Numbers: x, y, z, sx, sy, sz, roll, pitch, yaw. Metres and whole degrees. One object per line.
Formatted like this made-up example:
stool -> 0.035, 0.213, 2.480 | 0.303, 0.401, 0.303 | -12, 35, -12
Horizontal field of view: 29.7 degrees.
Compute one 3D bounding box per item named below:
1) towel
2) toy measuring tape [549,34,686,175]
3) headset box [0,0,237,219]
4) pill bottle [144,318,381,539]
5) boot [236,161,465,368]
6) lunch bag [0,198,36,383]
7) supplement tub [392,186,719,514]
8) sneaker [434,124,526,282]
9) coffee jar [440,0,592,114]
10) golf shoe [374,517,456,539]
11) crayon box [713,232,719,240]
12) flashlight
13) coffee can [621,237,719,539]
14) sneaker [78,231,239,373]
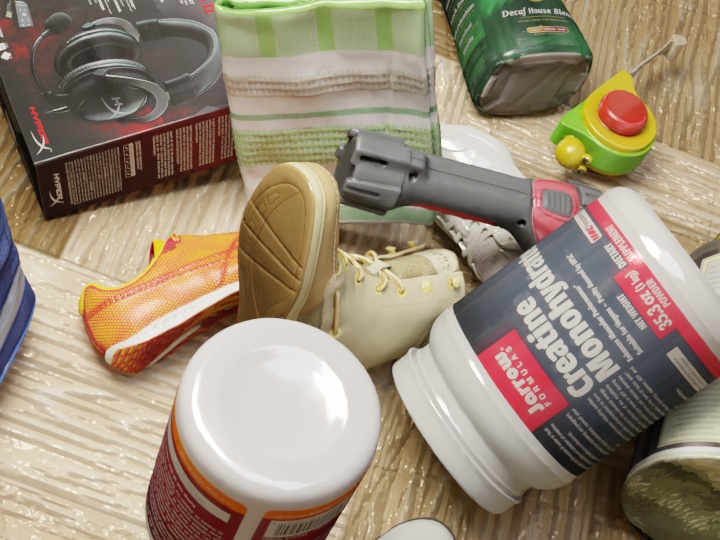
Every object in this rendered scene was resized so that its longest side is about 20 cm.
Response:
towel -> -0.018, -0.105, 0.942 | 0.149, 0.200, 0.031 | -3, 48, 3
toy measuring tape -> 0.235, -0.134, 1.151 | 0.074, 0.074, 0.200 | 44, 55, 13
headset box -> -0.163, -0.143, 1.000 | 0.200, 0.077, 0.149 | -19, 65, -15
pill bottle -> -0.065, 0.123, 0.793 | 0.113, 0.200, 0.113 | 9, 55, -13
boot -> 0.000, 0.000, 0.904 | 0.155, 0.200, 0.073 | -17, 44, -29
lunch bag -> -0.289, 0.031, 0.827 | 0.136, 0.132, 0.200 | 14, 53, 10
supplement tub -> 0.136, 0.054, 0.894 | 0.200, 0.140, 0.141 | -37, 69, 10
sneaker -> 0.099, -0.041, 1.029 | 0.200, 0.075, 0.100 | 32, 40, 5
coffee jar -> 0.118, -0.235, 1.169 | 0.104, 0.085, 0.200 | -6, 59, -22
golf shoe -> 0.008, 0.217, 0.823 | 0.078, 0.095, 0.200 | 36, 52, 9
crayon box -> 0.379, 0.008, 1.038 | 0.058, 0.173, 0.200 | -30, 71, -32
flashlight -> 0.077, -0.047, 0.948 | 0.199, 0.068, 0.068 | 12, 17, -16
coffee can -> 0.277, 0.094, 0.962 | 0.146, 0.146, 0.200 | 25, 53, -1
sneaker -> -0.102, -0.003, 0.946 | 0.200, 0.073, 0.077 | -24, 71, -30
